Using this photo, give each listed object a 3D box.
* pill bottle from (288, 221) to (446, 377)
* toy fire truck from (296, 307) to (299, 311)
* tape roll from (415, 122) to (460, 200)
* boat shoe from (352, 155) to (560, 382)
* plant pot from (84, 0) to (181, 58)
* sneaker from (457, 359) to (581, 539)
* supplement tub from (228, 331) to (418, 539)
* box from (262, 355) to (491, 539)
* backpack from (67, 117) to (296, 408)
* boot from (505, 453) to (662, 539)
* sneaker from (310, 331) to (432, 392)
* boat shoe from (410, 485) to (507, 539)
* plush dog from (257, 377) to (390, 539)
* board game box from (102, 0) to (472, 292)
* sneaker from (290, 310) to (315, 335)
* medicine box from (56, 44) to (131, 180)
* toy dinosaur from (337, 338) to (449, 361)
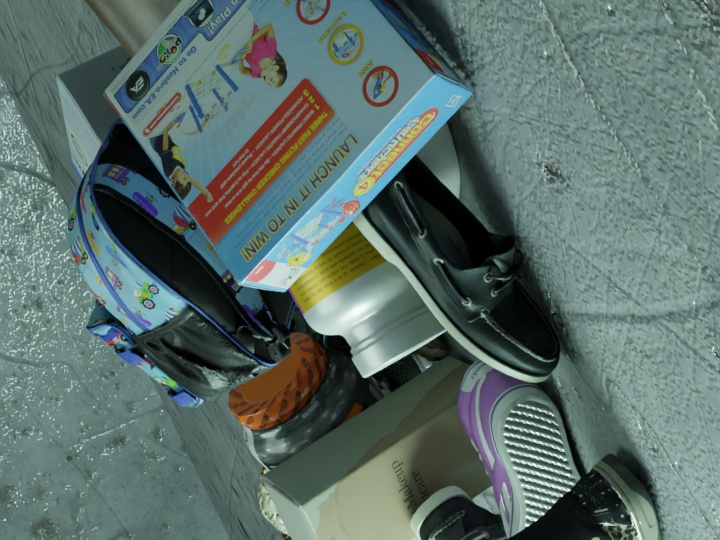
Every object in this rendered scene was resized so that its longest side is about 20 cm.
[{"bbox_3d":[-0.017,-0.024,1.182,0.200,0.104,0.104,60,165,5],"label":"pill bottle"},{"bbox_3d":[-0.079,0.018,1.717,0.141,0.049,0.200,66,164,-20],"label":"toy fire truck"},{"bbox_3d":[0.006,-0.123,1.200,0.203,0.037,0.203,54,163,25],"label":"tape roll"},{"bbox_3d":[0.078,-0.007,1.111,0.199,0.075,0.066,48,126,-1],"label":"boat shoe"},{"bbox_3d":[-0.165,-0.280,1.210,0.198,0.200,0.200,55,166,-10],"label":"plant pot"},{"bbox_3d":[0.129,0.161,1.270,0.114,0.073,0.201,-140,35,-62],"label":"sneaker"},{"bbox_3d":[-0.020,0.155,1.415,0.200,0.123,0.123,48,172,-27],"label":"supplement tub"},{"bbox_3d":[0.029,0.166,1.328,0.078,0.200,0.095,23,141,59],"label":"box"},{"bbox_3d":[-0.146,-0.017,1.230,0.200,0.183,0.135,40,130,-23],"label":"backpack"},{"bbox_3d":[0.152,0.245,1.165,0.073,0.154,0.204,42,156,50],"label":"boot"},{"bbox_3d":[-0.001,0.063,1.459,0.200,0.091,0.078,61,166,1],"label":"sneaker"},{"bbox_3d":[0.115,0.241,1.334,0.068,0.072,0.200,42,-175,37],"label":"boat shoe"},{"bbox_3d":[-0.030,0.208,1.662,0.160,0.172,0.200,43,158,50],"label":"plush dog"},{"bbox_3d":[-0.056,-0.124,1.098,0.196,0.200,0.056,53,-160,25],"label":"board game box"},{"bbox_3d":[-0.062,0.064,1.521,0.081,0.200,0.075,6,92,37],"label":"sneaker"},{"bbox_3d":[-0.171,-0.138,1.472,0.103,0.182,0.200,57,165,15],"label":"medicine box"},{"bbox_3d":[0.000,0.000,1.369,0.136,0.086,0.200,105,140,-79],"label":"toy dinosaur"}]
